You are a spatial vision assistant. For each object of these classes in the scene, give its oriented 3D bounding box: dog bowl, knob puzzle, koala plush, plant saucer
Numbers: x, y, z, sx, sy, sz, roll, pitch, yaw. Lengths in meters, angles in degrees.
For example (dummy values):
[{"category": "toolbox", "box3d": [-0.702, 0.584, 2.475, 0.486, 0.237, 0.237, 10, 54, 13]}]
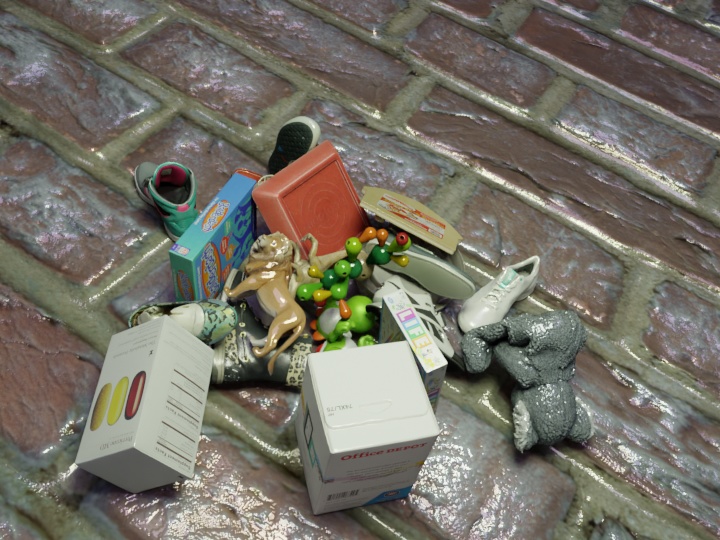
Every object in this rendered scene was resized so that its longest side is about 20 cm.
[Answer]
[{"category": "dog bowl", "box3d": [0.081, 0.002, 1.292, 0.199, 0.059, 0.201, 6, 51, -7]}, {"category": "knob puzzle", "box3d": [0.087, -0.090, 1.289, 0.219, 0.031, 0.220, 24, 19, -9]}, {"category": "koala plush", "box3d": [0.277, 0.175, 1.131, 0.177, 0.184, 0.201, 3, 71, -28]}, {"category": "plant saucer", "box3d": [-0.067, -0.097, 1.271, 0.037, 0.201, 0.200, -1, 32, 48]}]

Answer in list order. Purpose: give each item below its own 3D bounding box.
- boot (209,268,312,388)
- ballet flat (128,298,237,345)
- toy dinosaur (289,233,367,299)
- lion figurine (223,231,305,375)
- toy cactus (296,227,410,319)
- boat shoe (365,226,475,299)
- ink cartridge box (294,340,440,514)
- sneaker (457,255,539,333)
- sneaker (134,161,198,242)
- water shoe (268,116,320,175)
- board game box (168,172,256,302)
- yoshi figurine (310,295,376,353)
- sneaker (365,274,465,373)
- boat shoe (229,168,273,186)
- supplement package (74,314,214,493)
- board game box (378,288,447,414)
[{"category": "boot", "box3d": [-0.155, 0.096, 1.164, 0.153, 0.074, 0.204, 9, 51, -9]}, {"category": "ballet flat", "box3d": [-0.273, 0.078, 1.093, 0.199, 0.074, 0.074, -8, 38, 36]}, {"category": "toy dinosaur", "box3d": [-0.084, -0.007, 1.206, 0.200, 0.058, 0.101, -43, 114, -35]}, {"category": "lion figurine", "box3d": [-0.128, 0.045, 1.098, 0.122, 0.073, 0.201, -27, 73, -7]}, {"category": "toy cactus", "box3d": [0.000, 0.000, 1.153, 0.200, 0.165, 0.102, -38, 85, 12]}, {"category": "boat shoe", "box3d": [0.108, -0.018, 1.230, 0.199, 0.073, 0.062, 24, 51, 16]}, {"category": "ink cartridge box", "box3d": [0.000, 0.218, 1.008, 0.146, 0.200, 0.146, -6, 53, -16]}, {"category": "sneaker", "box3d": [0.244, 0.036, 1.278, 0.075, 0.089, 0.200, 40, 55, 18]}, {"category": "sneaker", "box3d": [-0.346, -0.152, 1.289, 0.083, 0.121, 0.200, -25, 60, -28]}, {"category": "water shoe", "box3d": [-0.112, -0.235, 1.356, 0.079, 0.200, 0.072, -37, 91, -32]}, {"category": "board game box", "box3d": [-0.235, -0.040, 1.200, 0.045, 0.152, 0.200, 22, 51, 11]}, {"category": "yoshi figurine", "box3d": [-0.013, 0.112, 1.161, 0.111, 0.113, 0.201, 13, 46, -22]}, {"category": "sneaker", "box3d": [0.106, 0.085, 1.173, 0.200, 0.074, 0.089, 43, 62, -18]}, {"category": "boat shoe", "box3d": [-0.158, -0.143, 1.359, 0.199, 0.063, 0.071, 30, 54, 14]}, {"category": "supplement package", "box3d": [-0.290, 0.184, 1.008, 0.113, 0.110, 0.201, -21, 45, 24]}, {"category": "board game box", "box3d": [0.072, 0.138, 1.086, 0.034, 0.200, 0.135, -20, 58, -15]}]
